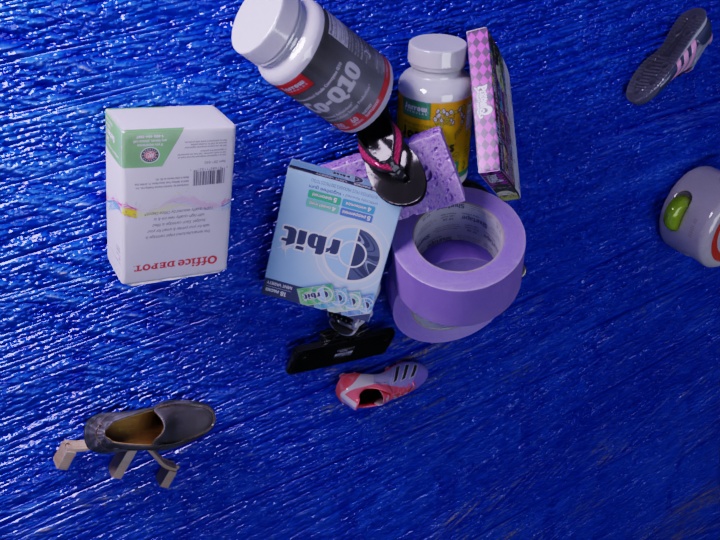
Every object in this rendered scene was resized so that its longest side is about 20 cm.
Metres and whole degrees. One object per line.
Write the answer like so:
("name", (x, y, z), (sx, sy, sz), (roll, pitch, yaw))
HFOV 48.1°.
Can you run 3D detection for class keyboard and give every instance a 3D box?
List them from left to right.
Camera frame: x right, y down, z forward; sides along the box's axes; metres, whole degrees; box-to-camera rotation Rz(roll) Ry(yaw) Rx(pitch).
("keyboard", (-0.031, 0.117, 1.352), (0.197, 0.040, 0.105), (-9, 146, -32))

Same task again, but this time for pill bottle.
("pill bottle", (-0.059, -0.269, 1.023), (0.198, 0.114, 0.115), (26, 102, -42))
("pill bottle", (0.107, -0.230, 1.168), (0.111, 0.113, 0.203), (-17, 127, -25))

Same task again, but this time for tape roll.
("tape roll", (0.143, 0.030, 1.340), (0.196, 0.066, 0.203), (-8, 135, -8))
("tape roll", (0.144, -0.023, 1.196), (0.198, 0.201, 0.086), (-28, 145, -17))

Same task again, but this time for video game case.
("video game case", (0.195, -0.218, 1.165), (0.181, 0.035, 0.205), (20, 65, -69))

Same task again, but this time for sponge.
("sponge", (0.041, -0.124, 1.159), (0.196, 0.030, 0.113), (-16, 120, 17))

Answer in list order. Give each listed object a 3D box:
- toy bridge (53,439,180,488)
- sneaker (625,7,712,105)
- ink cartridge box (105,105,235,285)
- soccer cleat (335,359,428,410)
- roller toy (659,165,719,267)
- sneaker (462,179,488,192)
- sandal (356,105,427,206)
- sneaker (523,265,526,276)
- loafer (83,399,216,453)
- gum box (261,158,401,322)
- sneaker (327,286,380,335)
("toy bridge", (-0.356, 0.281, 1.217), (0.198, 0.027, 0.068), (25, 101, -41))
("sneaker", (0.557, -0.362, 1.434), (0.201, 0.070, 0.082), (-50, 131, 3))
("ink cartridge box", (-0.243, -0.097, 1.020), (0.142, 0.084, 0.204), (-9, 122, -31))
("soccer cleat", (0.047, 0.208, 1.425), (0.197, 0.076, 0.068), (-3, 119, -34))
("roller toy", (0.729, -0.110, 1.668), (0.199, 0.140, 0.183), (-40, 134, -8))
("sneaker", (0.153, -0.104, 1.324), (0.197, 0.072, 0.083), (16, 125, -36))
("sandal", (0.027, -0.175, 1.095), (0.074, 0.203, 0.045), (-27, 162, 10))
("sneaker", (0.216, -0.036, 1.392), (0.198, 0.075, 0.071), (14, 110, -41))
("loafer", (-0.298, 0.232, 1.182), (0.197, 0.072, 0.074), (-7, 86, -34))
("gum box", (-0.042, -0.041, 1.164), (0.166, 0.045, 0.203), (14, 115, -3))
("sneaker", (0.000, 0.000, 1.275), (0.080, 0.074, 0.204), (-19, 128, -49))
